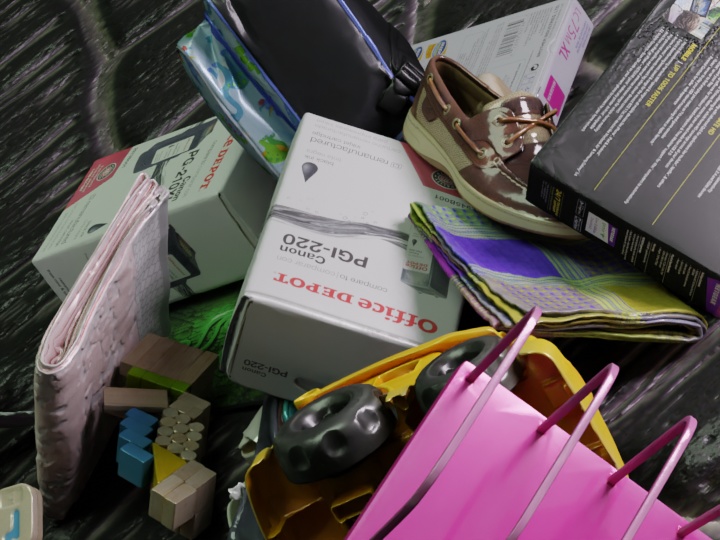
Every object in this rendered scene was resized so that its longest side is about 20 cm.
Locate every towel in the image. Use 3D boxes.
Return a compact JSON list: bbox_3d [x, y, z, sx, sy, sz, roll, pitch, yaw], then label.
[{"bbox_3d":[0.123,-0.002,1.386,0.143,0.023,0.200,2,23,-19],"label":"towel"},{"bbox_3d":[-0.186,0.058,1.575,0.032,0.200,0.191,20,54,9],"label":"towel"}]

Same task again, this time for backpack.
[{"bbox_3d":[-0.046,-0.157,1.633,0.147,0.183,0.200,-39,5,8],"label":"backpack"}]

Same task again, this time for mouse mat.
[{"bbox_3d":[-0.106,0.054,1.662,0.200,0.008,0.161,-11,39,38],"label":"mouse mat"}]

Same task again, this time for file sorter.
[{"bbox_3d":[0.115,0.136,1.065,0.139,0.200,0.125,-55,1,-29],"label":"file sorter"}]

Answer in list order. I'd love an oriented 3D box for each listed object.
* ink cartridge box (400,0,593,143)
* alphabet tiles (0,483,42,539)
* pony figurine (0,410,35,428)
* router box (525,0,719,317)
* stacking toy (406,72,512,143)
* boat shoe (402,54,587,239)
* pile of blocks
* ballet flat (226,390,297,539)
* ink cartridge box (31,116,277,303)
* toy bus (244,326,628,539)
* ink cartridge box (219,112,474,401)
[{"bbox_3d":[0.079,-0.142,1.706,0.200,0.042,0.120,-11,40,36],"label":"ink cartridge box"},{"bbox_3d":[-0.304,0.218,1.547,0.200,0.015,0.196,-17,64,30],"label":"alphabet tiles"},{"bbox_3d":[-0.327,0.120,1.687,0.193,0.166,0.200,-5,57,55],"label":"pony figurine"},{"bbox_3d":[0.221,-0.088,1.381,0.149,0.051,0.200,33,67,17],"label":"router box"},{"bbox_3d":[0.037,-0.058,1.594,0.200,0.085,0.085,-34,29,12],"label":"stacking toy"},{"bbox_3d":[0.098,-0.086,1.455,0.072,0.072,0.200,-3,29,-31],"label":"boat shoe"},{"bbox_3d":[-0.144,0.125,1.531,0.082,0.062,0.200,5,31,-6],"label":"pile of blocks"},{"bbox_3d":[-0.054,0.128,1.437,0.073,0.073,0.200,-22,35,25],"label":"ballet flat"},{"bbox_3d":[-0.146,-0.047,1.762,0.200,0.084,0.145,-18,30,31],"label":"ink cartridge box"},{"bbox_3d":[0.054,0.098,1.266,0.200,0.136,0.192,-24,15,18],"label":"toy bus"},{"bbox_3d":[0.000,0.000,1.470,0.200,0.145,0.085,-74,2,-46],"label":"ink cartridge box"}]
